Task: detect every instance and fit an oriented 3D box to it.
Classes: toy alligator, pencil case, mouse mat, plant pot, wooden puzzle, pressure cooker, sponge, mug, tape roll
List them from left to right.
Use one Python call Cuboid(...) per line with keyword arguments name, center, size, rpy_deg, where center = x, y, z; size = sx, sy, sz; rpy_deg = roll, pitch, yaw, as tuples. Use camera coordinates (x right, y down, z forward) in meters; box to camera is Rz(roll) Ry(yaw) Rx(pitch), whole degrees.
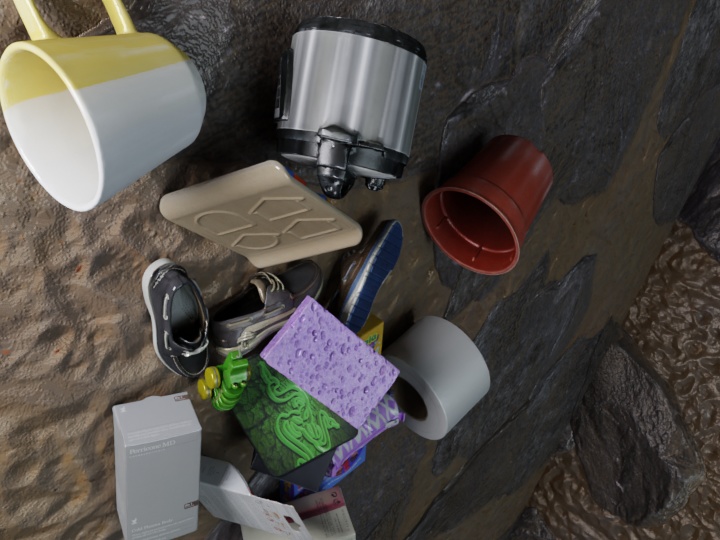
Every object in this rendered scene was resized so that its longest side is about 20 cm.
Cuboid(name="mug", center=(-0.228, -0.170, 0.631), size=(0.153, 0.148, 0.189), rpy_deg=(-36, 147, -42))
Cuboid(name="toy alligator", center=(-0.178, 0.152, 0.934), size=(0.059, 0.055, 0.200), rpy_deg=(-9, 155, -35))
Cuboid(name="wooden puzzle", center=(-0.119, -0.072, 0.845), size=(0.200, 0.183, 0.047), rpy_deg=(36, 47, -54))
Cuboid(name="mouse mat", center=(-0.112, 0.210, 1.037), size=(0.159, 0.008, 0.202), rpy_deg=(-28, 107, 2))
Cuboid(name="sponge", center=(-0.041, 0.139, 1.000), size=(0.200, 0.030, 0.112), rpy_deg=(41, 83, -26))
Cuboid(name="pressure cooker", center=(-0.015, -0.188, 0.827), size=(0.174, 0.177, 0.203), rpy_deg=(5, 99, -44))
Cuboid(name="pencil case", center=(-0.008, 0.303, 1.263), size=(0.199, 0.085, 0.085), rpy_deg=(-30, 140, -35))
Cuboid(name="tape roll", center=(0.138, 0.212, 1.339), size=(0.139, 0.202, 0.205), rpy_deg=(-36, 140, -30))
Cuboid(name="plant pot", center=(0.246, -0.132, 1.239), size=(0.196, 0.199, 0.202), rpy_deg=(-49, 146, -28))

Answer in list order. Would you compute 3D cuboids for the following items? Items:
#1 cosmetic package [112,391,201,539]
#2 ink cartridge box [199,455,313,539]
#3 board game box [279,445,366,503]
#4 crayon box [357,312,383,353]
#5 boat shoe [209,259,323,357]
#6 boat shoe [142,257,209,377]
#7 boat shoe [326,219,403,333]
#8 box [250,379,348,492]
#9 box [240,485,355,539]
Cuboid(name="cosmetic package", center=(-0.281, 0.277, 0.932), size=(0.105, 0.090, 0.203), rpy_deg=(-9, 127, -27))
Cuboid(name="ink cartridge box", center=(-0.168, 0.361, 1.062), size=(0.162, 0.197, 0.051), rpy_deg=(74, 28, -47))
Cuboid(name="board game box", center=(-0.070, 0.374, 1.330), size=(0.199, 0.045, 0.136), rpy_deg=(-29, 136, -37))
Cuboid(name="crayon box", center=(-0.020, 0.161, 1.229), size=(0.125, 0.051, 0.202), rpy_deg=(-29, 136, -37))
Cuboid(name="boat shoe", center=(-0.132, 0.043, 0.973), size=(0.200, 0.074, 0.074), rpy_deg=(-41, 143, -27))
Cuboid(name="boat shoe", center=(-0.229, 0.076, 0.883), size=(0.074, 0.060, 0.202), rpy_deg=(-33, 139, -35))
Cuboid(name="boat shoe", center=(0.000, 0.000, 1.110), size=(0.072, 0.072, 0.202), rpy_deg=(34, 82, -55))
Cuboid(name="box", center=(-0.088, 0.236, 1.105), size=(0.106, 0.121, 0.202), rpy_deg=(-104, -143, -75))
Cuboid(name="box", center=(-0.114, 0.508, 1.254), size=(0.197, 0.109, 0.129), rpy_deg=(-13, 130, -14))
